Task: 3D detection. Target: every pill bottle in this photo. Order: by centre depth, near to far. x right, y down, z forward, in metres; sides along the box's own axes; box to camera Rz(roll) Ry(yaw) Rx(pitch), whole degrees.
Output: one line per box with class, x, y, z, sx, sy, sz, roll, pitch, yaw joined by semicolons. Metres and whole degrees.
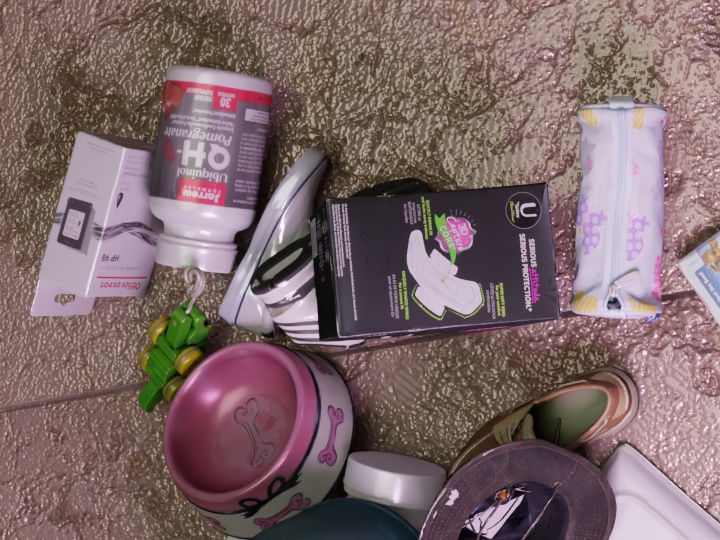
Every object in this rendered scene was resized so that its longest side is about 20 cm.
pill bottle;0.020;0.282;1.492;0.114;0.114;0.201;11;94;26
pill bottle;-0.155;-0.102;1.586;0.110;0.111;0.201;9;93;26

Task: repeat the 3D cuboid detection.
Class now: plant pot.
plant pot;-0.051;0.309;1.359;0.199;0.188;0.201;-1;89;28

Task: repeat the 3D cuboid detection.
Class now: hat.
hat;0.124;0.222;1.400;0.201;0.200;0.081;-65;31;11

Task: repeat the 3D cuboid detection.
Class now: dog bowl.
dog bowl;-0.108;0.158;1.537;0.200;0.074;0.201;-16;57;27

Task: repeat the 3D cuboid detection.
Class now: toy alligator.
toy alligator;-0.177;0.068;1.597;0.059;0.054;0.200;45;130;25

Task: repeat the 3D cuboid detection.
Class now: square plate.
square plate;0.254;0.296;1.425;0.198;0.028;0.200;41;106;21

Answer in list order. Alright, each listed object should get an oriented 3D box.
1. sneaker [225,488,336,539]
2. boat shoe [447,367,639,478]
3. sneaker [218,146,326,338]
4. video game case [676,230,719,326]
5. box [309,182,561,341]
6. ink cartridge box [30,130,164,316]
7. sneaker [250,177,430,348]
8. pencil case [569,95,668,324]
sneaker;-0.087;0.284;1.566;0.082;0.074;0.201;29;102;28
boat shoe;0.161;0.150;1.447;0.200;0.074;0.076;-36;74;21
sneaker;-0.071;-0.026;1.576;0.071;0.073;0.201;27;105;3
video game case;0.397;-0.007;1.366;0.200;0.018;0.143;-38;74;20
box;0.063;-0.005;1.414;0.199;0.149;0.125;-4;87;-8
ink cartridge box;-0.264;-0.037;1.636;0.067;0.116;0.201;20;98;24
sneaker;0.000;0.000;1.542;0.200;0.116;0.076;-34;29;-2
pencil case;0.232;-0.054;1.408;0.083;0.091;0.201;2;89;26
